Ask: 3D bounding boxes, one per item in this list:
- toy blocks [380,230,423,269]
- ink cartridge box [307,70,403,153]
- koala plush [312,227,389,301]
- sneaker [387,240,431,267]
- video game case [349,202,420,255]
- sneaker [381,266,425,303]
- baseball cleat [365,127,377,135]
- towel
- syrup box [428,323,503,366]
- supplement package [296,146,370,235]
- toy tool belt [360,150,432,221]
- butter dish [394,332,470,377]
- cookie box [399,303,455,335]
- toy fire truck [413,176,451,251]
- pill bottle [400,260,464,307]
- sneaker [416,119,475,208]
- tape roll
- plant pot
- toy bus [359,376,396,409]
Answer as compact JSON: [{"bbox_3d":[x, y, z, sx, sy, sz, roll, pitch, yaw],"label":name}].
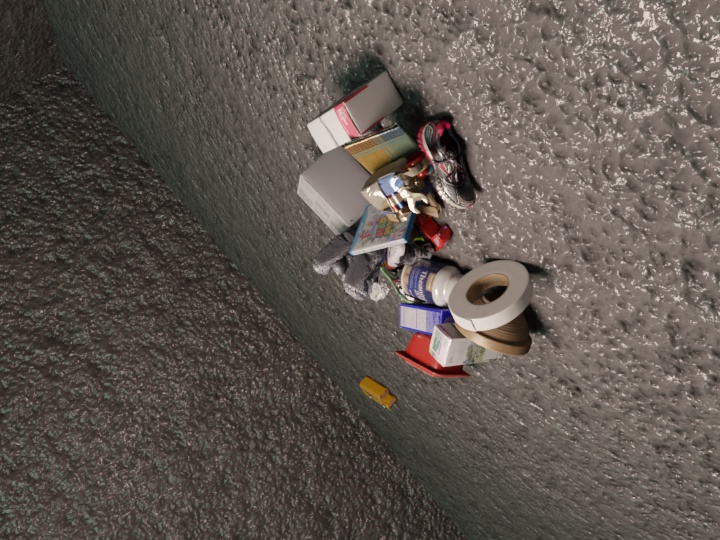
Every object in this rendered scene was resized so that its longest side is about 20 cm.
[{"bbox_3d":[0.080,-0.063,1.578,0.198,0.136,0.101,24,149,45],"label":"toy blocks"},{"bbox_3d":[-0.018,-0.356,1.279,0.084,0.146,0.198,56,156,-17],"label":"ink cartridge box"},{"bbox_3d":[0.000,0.000,1.503,0.175,0.185,0.201,31,163,28],"label":"koala plush"},{"bbox_3d":[0.126,-0.052,1.396,0.200,0.110,0.078,105,166,-83],"label":"sneaker"},{"bbox_3d":[0.061,-0.116,1.360,0.018,0.146,0.197,35,151,-30],"label":"video game case"},{"bbox_3d":[0.131,0.023,1.704,0.200,0.077,0.084,45,161,6],"label":"sneaker"},{"bbox_3d":[0.056,-0.257,1.380,0.202,0.068,0.108,59,-174,-44],"label":"baseball cleat"},{"bbox_3d":[0.070,-0.254,1.246,0.143,0.022,0.199,-14,156,27],"label":"towel"},{"bbox_3d":[0.281,0.187,1.453,0.081,0.194,0.081,43,128,55],"label":"syrup box"},{"bbox_3d":[-0.054,-0.216,1.557,0.200,0.155,0.111,46,158,5],"label":"supplement package"},{"bbox_3d":[0.100,-0.175,1.222,0.124,0.126,0.197,50,145,-19],"label":"toy tool belt"},{"bbox_3d":[0.244,0.243,1.773,0.196,0.152,0.197,12,-174,-45],"label":"butter dish"},{"bbox_3d":[0.230,0.138,1.582,0.198,0.167,0.078,5,93,60],"label":"cookie box"},{"bbox_3d":[0.163,-0.151,1.401,0.200,0.049,0.141,48,156,1],"label":"toy fire truck"},{"bbox_3d":[0.210,0.036,1.529,0.198,0.111,0.113,19,144,50],"label":"pill bottle"},{"bbox_3d":[0.192,-0.222,1.195,0.203,0.080,0.074,57,154,-18],"label":"sneaker"},{"bbox_3d":[0.296,0.055,1.284,0.200,0.203,0.038,13,142,54],"label":"tape roll"},{"bbox_3d":[0.341,0.120,1.394,0.199,0.198,0.095,31,113,35],"label":"plant pot"},{"bbox_3d":[0.085,0.590,2.707,0.198,0.065,0.080,21,144,50],"label":"toy bus"}]
